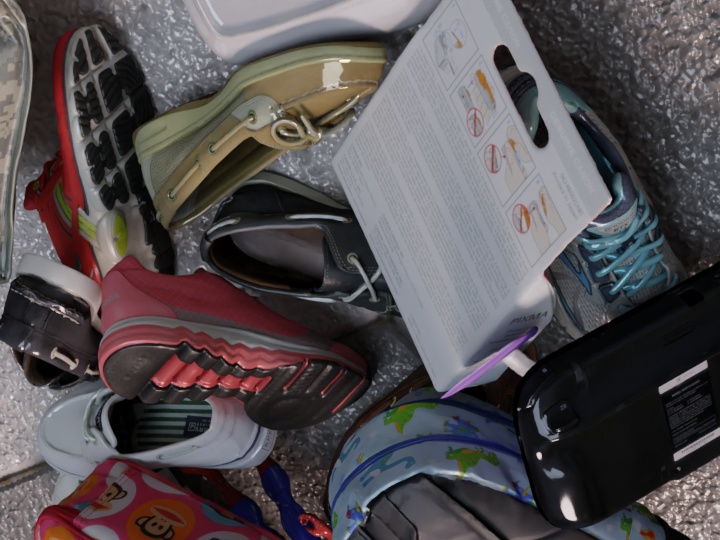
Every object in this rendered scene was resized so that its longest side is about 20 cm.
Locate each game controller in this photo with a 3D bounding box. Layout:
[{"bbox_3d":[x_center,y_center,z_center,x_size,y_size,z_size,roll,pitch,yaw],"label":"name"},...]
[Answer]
[{"bbox_3d":[0.172,0.063,1.044,0.042,0.199,0.105,38,148,51],"label":"game controller"}]

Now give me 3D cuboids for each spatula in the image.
[{"bbox_3d":[0.101,0.057,1.068,0.056,0.199,0.021,-39,66,20],"label":"spatula"}]

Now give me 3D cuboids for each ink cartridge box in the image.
[{"bbox_3d":[0.067,-0.051,1.034,0.200,0.047,0.161,-52,55,49],"label":"ink cartridge box"}]

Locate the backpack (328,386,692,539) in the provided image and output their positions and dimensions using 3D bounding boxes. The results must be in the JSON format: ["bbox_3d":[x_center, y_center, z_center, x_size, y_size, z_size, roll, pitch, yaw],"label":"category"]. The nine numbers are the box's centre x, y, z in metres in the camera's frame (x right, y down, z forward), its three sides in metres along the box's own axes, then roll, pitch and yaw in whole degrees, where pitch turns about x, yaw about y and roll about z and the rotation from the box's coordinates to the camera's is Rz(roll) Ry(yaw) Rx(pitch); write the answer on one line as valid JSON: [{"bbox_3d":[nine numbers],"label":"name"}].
[{"bbox_3d":[0.072,0.160,1.102,0.199,0.155,0.163,21,126,-29],"label":"backpack"}]

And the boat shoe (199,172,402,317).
[{"bbox_3d":[0.000,0.000,1.153,0.198,0.068,0.072,16,120,15],"label":"boat shoe"}]

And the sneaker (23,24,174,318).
[{"bbox_3d":[-0.177,-0.056,1.202,0.084,0.077,0.202,10,119,26],"label":"sneaker"}]

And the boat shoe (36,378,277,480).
[{"bbox_3d":[-0.148,0.095,1.250,0.198,0.067,0.074,-9,68,34],"label":"boat shoe"}]

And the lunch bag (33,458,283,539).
[{"bbox_3d":[-0.111,0.228,1.214,0.199,0.082,0.178,22,132,30],"label":"lunch bag"}]

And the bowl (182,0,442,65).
[{"bbox_3d":[-0.040,-0.212,1.054,0.198,0.075,0.202,-12,109,29],"label":"bowl"}]

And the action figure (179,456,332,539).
[{"bbox_3d":[-0.040,0.184,1.232,0.065,0.052,0.200,-46,70,9],"label":"action figure"}]

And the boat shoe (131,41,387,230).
[{"bbox_3d":[-0.057,-0.080,1.115,0.200,0.073,0.064,-20,80,39],"label":"boat shoe"}]

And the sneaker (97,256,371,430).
[{"bbox_3d":[-0.074,0.037,1.172,0.199,0.087,0.074,16,136,-38],"label":"sneaker"}]

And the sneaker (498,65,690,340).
[{"bbox_3d":[0.129,-0.020,1.052,0.077,0.086,0.201,-36,101,-6],"label":"sneaker"}]

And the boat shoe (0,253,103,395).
[{"bbox_3d":[-0.192,0.046,1.207,0.073,0.061,0.200,24,165,0],"label":"boat shoe"}]

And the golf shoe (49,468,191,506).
[{"bbox_3d":[-0.128,0.186,1.309,0.198,0.078,0.098,17,116,15],"label":"golf shoe"}]

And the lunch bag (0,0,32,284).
[{"bbox_3d":[-0.263,-0.114,1.146,0.116,0.164,0.202,1,116,-23],"label":"lunch bag"}]

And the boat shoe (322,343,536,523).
[{"bbox_3d":[0.031,0.108,1.194,0.070,0.070,0.200,38,127,1],"label":"boat shoe"}]
